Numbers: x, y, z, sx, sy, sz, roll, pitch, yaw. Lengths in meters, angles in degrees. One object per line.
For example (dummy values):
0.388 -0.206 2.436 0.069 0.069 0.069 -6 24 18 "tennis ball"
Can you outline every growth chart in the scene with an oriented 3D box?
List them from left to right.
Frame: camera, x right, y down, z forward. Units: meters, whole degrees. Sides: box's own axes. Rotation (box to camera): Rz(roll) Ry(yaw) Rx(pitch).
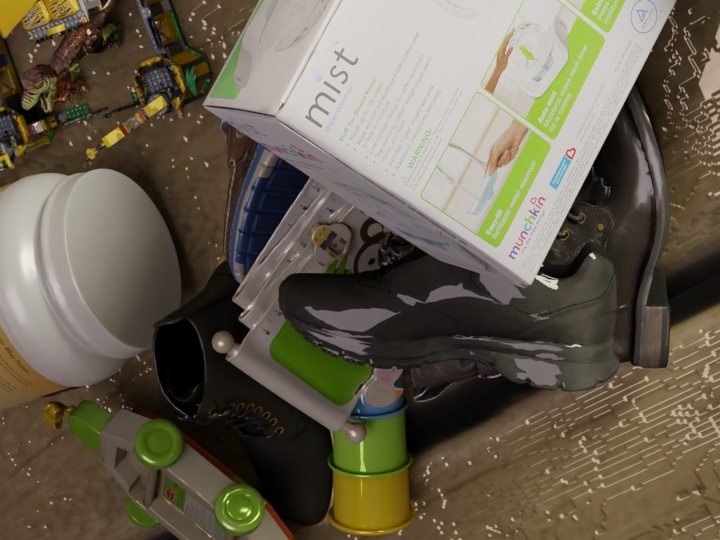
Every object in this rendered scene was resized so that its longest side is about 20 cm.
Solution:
0.000 0.000 1.065 0.144 0.018 0.201 27 96 -26 "growth chart"

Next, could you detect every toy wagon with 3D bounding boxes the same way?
-0.131 0.145 1.179 0.200 0.040 0.155 39 155 8 "toy wagon"

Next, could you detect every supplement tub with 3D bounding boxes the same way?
-0.235 0.018 1.161 0.199 0.144 0.145 -17 101 28 "supplement tub"

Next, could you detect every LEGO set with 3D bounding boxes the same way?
-0.207 -0.140 1.108 0.199 0.116 0.155 -5 106 25 "LEGO set"

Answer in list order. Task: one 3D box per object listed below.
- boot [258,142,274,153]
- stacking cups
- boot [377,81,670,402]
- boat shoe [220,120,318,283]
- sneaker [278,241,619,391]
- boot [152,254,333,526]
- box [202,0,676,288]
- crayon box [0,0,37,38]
-0.062 -0.161 0.992 0.199 0.187 0.064 18 159 45 "boot"
0.007 0.071 1.123 0.060 0.060 0.201 7 110 21 "stacking cups"
0.096 -0.015 1.026 0.173 0.069 0.201 -2 109 7 "boot"
-0.047 -0.090 1.077 0.072 0.072 0.201 30 105 46 "boat shoe"
0.053 0.010 0.987 0.198 0.076 0.091 5 108 1 "sneaker"
-0.079 0.097 1.124 0.077 0.138 0.201 -11 104 26 "boot"
0.048 -0.123 0.882 0.176 0.097 0.201 30 83 -28 "box"
-0.181 -0.249 0.984 0.051 0.201 0.127 26 160 15 "crayon box"
